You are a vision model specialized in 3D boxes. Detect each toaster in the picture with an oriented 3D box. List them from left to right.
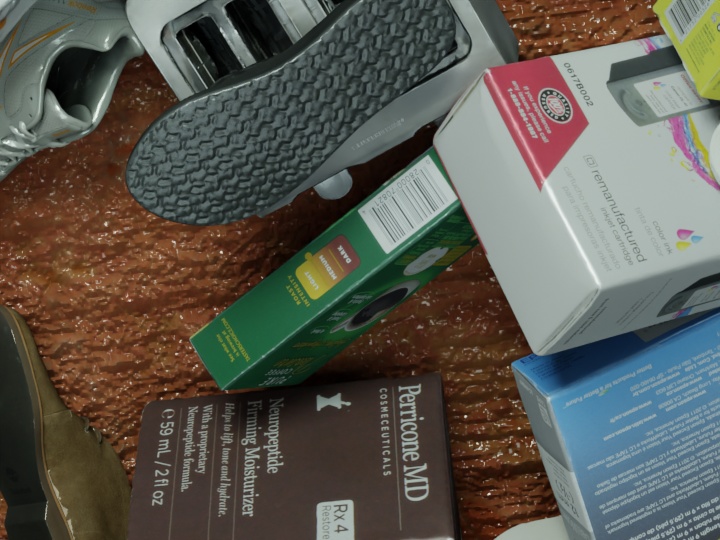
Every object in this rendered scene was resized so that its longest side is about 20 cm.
[{"bbox_3d":[-0.023,-0.154,1.106,0.181,0.119,0.200,-27,112,11],"label":"toaster"}]

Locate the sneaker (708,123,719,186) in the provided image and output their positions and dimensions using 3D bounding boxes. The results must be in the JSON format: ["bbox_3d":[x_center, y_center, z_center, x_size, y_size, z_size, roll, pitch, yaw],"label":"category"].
[{"bbox_3d":[0.289,-0.066,1.054,0.200,0.079,0.079,-13,154,1],"label":"sneaker"}]

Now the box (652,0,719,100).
[{"bbox_3d":[0.266,-0.126,1.093,0.200,0.075,0.050,7,137,-31],"label":"box"}]

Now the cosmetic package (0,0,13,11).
[{"bbox_3d":[-0.206,-0.249,1.036,0.200,0.165,0.165,-37,110,16],"label":"cosmetic package"}]

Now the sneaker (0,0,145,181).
[{"bbox_3d":[-0.203,-0.095,1.137,0.076,0.092,0.200,15,122,-47],"label":"sneaker"}]

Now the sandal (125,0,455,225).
[{"bbox_3d":[-0.037,-0.091,1.050,0.200,0.048,0.075,-32,110,1],"label":"sandal"}]

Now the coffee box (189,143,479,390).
[{"bbox_3d":[0.000,0.000,1.176,0.200,0.123,0.044,-39,77,18],"label":"coffee box"}]

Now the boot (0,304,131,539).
[{"bbox_3d":[-0.206,0.112,1.269,0.074,0.075,0.200,-3,105,47],"label":"boot"}]

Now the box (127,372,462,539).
[{"bbox_3d":[-0.035,0.185,1.225,0.200,0.166,0.164,-6,125,3],"label":"box"}]

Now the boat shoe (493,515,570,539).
[{"bbox_3d":[0.141,0.194,1.250,0.072,0.200,0.069,35,130,27],"label":"boat shoe"}]

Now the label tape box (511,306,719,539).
[{"bbox_3d":[0.191,0.122,1.172,0.143,0.066,0.200,-24,114,-10],"label":"label tape box"}]

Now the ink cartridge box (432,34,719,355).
[{"bbox_3d":[0.163,-0.051,1.087,0.200,0.148,0.086,-15,157,-28],"label":"ink cartridge box"}]
